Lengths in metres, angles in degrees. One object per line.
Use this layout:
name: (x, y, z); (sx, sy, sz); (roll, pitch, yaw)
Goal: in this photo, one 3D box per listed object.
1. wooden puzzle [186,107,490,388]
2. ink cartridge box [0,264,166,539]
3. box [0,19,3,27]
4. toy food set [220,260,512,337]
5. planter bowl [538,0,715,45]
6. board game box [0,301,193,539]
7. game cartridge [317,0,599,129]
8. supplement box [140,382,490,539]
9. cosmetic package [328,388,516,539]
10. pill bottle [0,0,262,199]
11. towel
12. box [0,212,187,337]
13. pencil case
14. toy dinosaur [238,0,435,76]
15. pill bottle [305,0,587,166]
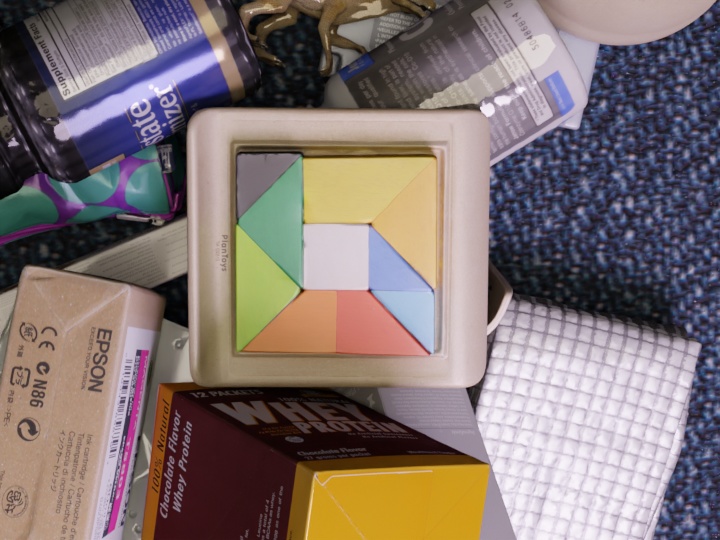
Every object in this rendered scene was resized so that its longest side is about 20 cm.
wooden puzzle: (-0.013, -0.013, 1.074); (0.199, 0.037, 0.186); (0, 99, -4)
ink cartridge box: (-0.188, 0.103, 1.073); (0.075, 0.165, 0.201); (9, 88, 2)
box: (-0.359, -0.129, 1.120); (0.124, 0.149, 0.200); (39, 94, -8)
toy food set: (0.000, 0.000, 1.169); (0.199, 0.144, 0.061); (7, 100, -5)
planter bowl: (0.196, -0.266, 1.128); (0.199, 0.135, 0.201); (1, 87, -10)
board game box: (-0.179, 0.126, 1.167); (0.199, 0.026, 0.201); (22, 87, 2)
game cartridge: (0.078, -0.188, 1.203); (0.199, 0.040, 0.134); (12, 101, -6)
supplement box: (-0.040, 0.191, 1.066); (0.132, 0.200, 0.198); (2, 100, -35)
cosmetic package: (0.032, 0.148, 1.156); (0.090, 0.201, 0.107); (6, 142, -31)
pill bottle: (-0.176, -0.127, 1.092); (0.200, 0.112, 0.112); (-28, 99, -7)
towel: (0.150, 0.125, 1.231); (0.165, 0.086, 0.201); (12, 98, -9)
box: (-0.197, 0.008, 1.208); (0.199, 0.039, 0.042); (-24, 99, -1)
pencil case: (-0.227, -0.059, 1.173); (0.199, 0.085, 0.093); (-14, 84, -2)
toy dinosaur: (-0.050, -0.199, 1.164); (0.199, 0.058, 0.101); (23, 83, -4)
pill bottle: (0.046, -0.110, 1.138); (0.200, 0.114, 0.114); (-31, 99, 3)
